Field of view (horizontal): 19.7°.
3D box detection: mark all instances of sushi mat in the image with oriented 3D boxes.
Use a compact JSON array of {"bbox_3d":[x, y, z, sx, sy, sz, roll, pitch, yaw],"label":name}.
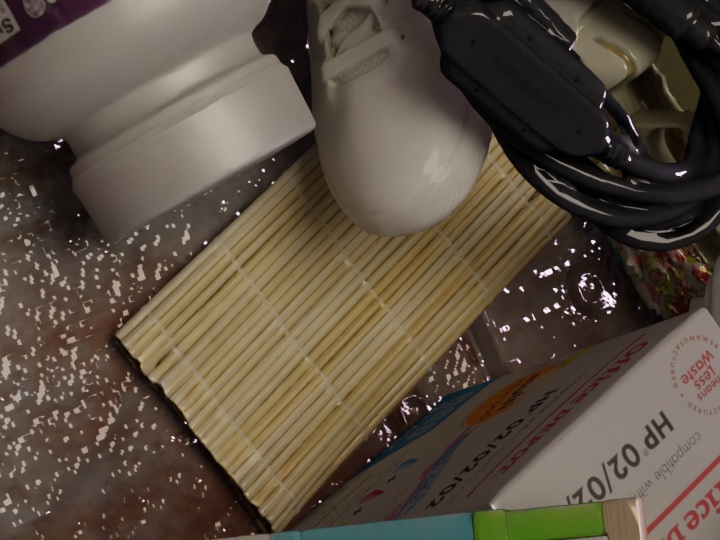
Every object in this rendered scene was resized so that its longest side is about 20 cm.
[{"bbox_3d":[0.000,0.000,0.785,0.096,0.012,0.200,50,58,-9],"label":"sushi mat"}]

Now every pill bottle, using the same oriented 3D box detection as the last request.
[{"bbox_3d":[-0.098,-0.115,0.698,0.112,0.112,0.200,-32,95,-33],"label":"pill bottle"}]

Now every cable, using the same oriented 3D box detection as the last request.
[{"bbox_3d":[0.078,-0.096,0.763,0.200,0.051,0.164,34,40,-26],"label":"cable"}]

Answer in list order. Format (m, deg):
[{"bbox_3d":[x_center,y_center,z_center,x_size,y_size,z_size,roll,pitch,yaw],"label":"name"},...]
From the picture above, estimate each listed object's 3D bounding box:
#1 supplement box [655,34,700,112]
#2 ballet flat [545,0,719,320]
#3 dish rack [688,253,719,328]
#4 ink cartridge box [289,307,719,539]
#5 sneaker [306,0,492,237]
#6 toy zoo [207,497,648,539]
[{"bbox_3d":[0.228,-0.158,0.894,0.199,0.134,0.201,-13,83,-33],"label":"supplement box"},{"bbox_3d":[0.111,-0.063,0.840,0.076,0.064,0.200,-41,99,-31],"label":"ballet flat"},{"bbox_3d":[0.168,0.087,0.805,0.200,0.043,0.172,36,56,-56],"label":"dish rack"},{"bbox_3d":[0.064,0.079,0.690,0.115,0.200,0.068,-39,98,-33],"label":"ink cartridge box"},{"bbox_3d":[-0.003,-0.109,0.757,0.088,0.075,0.201,39,40,-50],"label":"sneaker"},{"bbox_3d":[-0.011,0.140,0.597,0.199,0.020,0.132,-8,80,13],"label":"toy zoo"}]
